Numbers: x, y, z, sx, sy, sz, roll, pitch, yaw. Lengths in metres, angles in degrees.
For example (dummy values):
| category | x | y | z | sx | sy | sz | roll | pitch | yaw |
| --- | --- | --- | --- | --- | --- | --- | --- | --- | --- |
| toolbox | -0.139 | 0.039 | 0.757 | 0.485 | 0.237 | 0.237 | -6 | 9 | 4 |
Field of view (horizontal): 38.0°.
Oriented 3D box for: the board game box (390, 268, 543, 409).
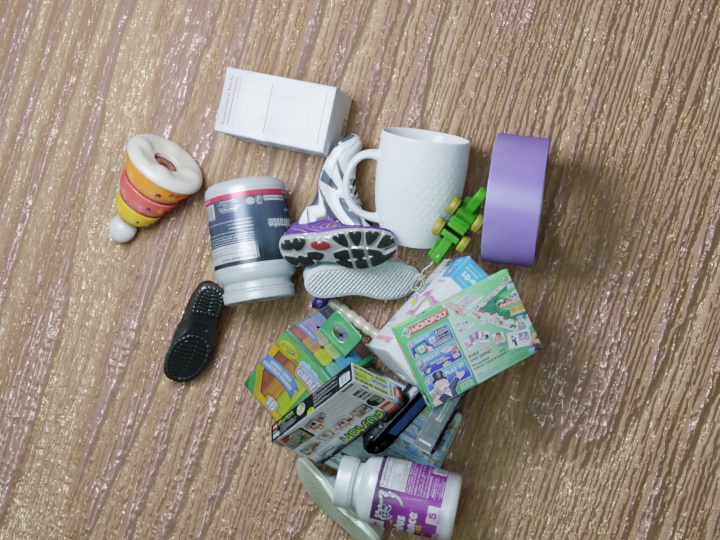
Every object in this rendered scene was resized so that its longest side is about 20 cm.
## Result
| category | x | y | z | sx | sy | sz | roll | pitch | yaw |
| --- | --- | --- | --- | --- | --- | --- | --- | --- | --- |
| board game box | 0.162 | 0.102 | 1.577 | 0.198 | 0.029 | 0.136 | -26 | 92 | -11 |

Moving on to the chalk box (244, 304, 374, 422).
| category | x | y | z | sx | sy | sz | roll | pitch | yaw |
| --- | --- | --- | --- | --- | --- | --- | --- | --- | --- |
| chalk box | -0.073 | 0.151 | 1.706 | 0.125 | 0.124 | 0.200 | 47 | 128 | 11 |

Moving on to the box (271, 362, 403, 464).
| category | x | y | z | sx | sy | sz | roll | pitch | yaw |
| --- | --- | --- | --- | --- | --- | --- | --- | --- | --- |
| box | -0.039 | 0.228 | 1.645 | 0.200 | 0.110 | 0.035 | -40 | 38 | 30 |

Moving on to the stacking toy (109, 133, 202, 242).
| category | x | y | z | sx | sy | sz | roll | pitch | yaw |
| --- | --- | --- | --- | --- | --- | --- | --- | --- | --- |
| stacking toy | -0.382 | -0.127 | 1.849 | 0.146 | 0.146 | 0.201 | 44 | 117 | 11 |

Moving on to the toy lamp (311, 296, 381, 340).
| category | x | y | z | sx | sy | sz | roll | pitch | yaw |
| --- | --- | --- | --- | --- | --- | --- | --- | --- | --- |
| toy lamp | 0.009 | 0.097 | 1.761 | 0.199 | 0.058 | 0.059 | 33 | 96 | 13 |

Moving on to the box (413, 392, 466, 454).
| category | x | y | z | sx | sy | sz | roll | pitch | yaw |
| --- | --- | --- | --- | --- | --- | --- | --- | --- | --- |
| box | 0.149 | 0.199 | 1.662 | 0.036 | 0.143 | 0.201 | 31 | 86 | 10 |

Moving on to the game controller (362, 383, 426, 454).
| category | x | y | z | sx | sy | sz | roll | pitch | yaw |
| --- | --- | --- | --- | --- | --- | --- | --- | --- | --- |
| game controller | 0.082 | 0.220 | 1.691 | 0.200 | 0.104 | 0.042 | -47 | 61 | 3 |

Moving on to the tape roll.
| category | x | y | z | sx | sy | sz | roll | pitch | yaw |
| --- | --- | --- | --- | --- | --- | --- | --- | --- | --- |
| tape roll | 0.243 | -0.110 | 1.633 | 0.084 | 0.200 | 0.203 | 8 | 90 | 10 |

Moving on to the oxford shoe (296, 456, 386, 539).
| category | x | y | z | sx | sy | sz | roll | pitch | yaw |
| --- | --- | --- | --- | --- | --- | --- | --- | --- | --- |
| oxford shoe | -0.031 | 0.385 | 1.767 | 0.200 | 0.076 | 0.058 | 39 | 56 | 20 |

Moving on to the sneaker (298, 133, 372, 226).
| category | x | y | z | sx | sy | sz | roll | pitch | yaw |
| --- | --- | --- | --- | --- | --- | --- | --- | --- | --- |
| sneaker | -0.012 | -0.117 | 1.761 | 0.129 | 0.079 | 0.201 | 29 | 95 | 12 |

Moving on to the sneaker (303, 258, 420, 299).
| category | x | y | z | sx | sy | sz | roll | pitch | yaw |
| --- | --- | --- | --- | --- | --- | --- | --- | --- | --- |
| sneaker | 0.000 | 0.000 | 1.754 | 0.198 | 0.082 | 0.075 | 2 | 116 | -14 |

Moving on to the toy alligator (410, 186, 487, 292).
| category | x | y | z | sx | sy | sz | roll | pitch | yaw |
| --- | --- | --- | --- | --- | --- | --- | --- | --- | --- |
| toy alligator | 0.141 | -0.053 | 1.652 | 0.059 | 0.054 | 0.201 | 34 | 112 | 0 |

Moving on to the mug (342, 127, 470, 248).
| category | x | y | z | sx | sy | sz | roll | pitch | yaw |
| --- | --- | --- | --- | --- | --- | --- | --- | --- | --- |
| mug | 0.069 | -0.135 | 1.697 | 0.197 | 0.148 | 0.177 | 6 | 104 | -6 |

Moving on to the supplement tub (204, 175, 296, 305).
| category | x | y | z | sx | sy | sz | roll | pitch | yaw |
| --- | --- | --- | --- | --- | --- | --- | --- | --- | --- |
| supplement tub | -0.184 | -0.049 | 1.770 | 0.139 | 0.140 | 0.203 | -9 | 87 | 13 |

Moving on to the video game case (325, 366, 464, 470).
| category | x | y | z | sx | sy | sz | roll | pitch | yaw |
| --- | --- | --- | --- | --- | --- | --- | --- | --- | --- |
| video game case | 0.050 | 0.282 | 1.764 | 0.198 | 0.022 | 0.184 | 25 | 95 | 14 |

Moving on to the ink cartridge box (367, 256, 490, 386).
| category | x | y | z | sx | sy | sz | roll | pitch | yaw |
| --- | --- | --- | --- | --- | --- | --- | --- | --- | --- |
| ink cartridge box | 0.115 | 0.079 | 1.657 | 0.085 | 0.144 | 0.200 | 42 | 81 | -7 |

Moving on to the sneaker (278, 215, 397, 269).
| category | x | y | z | sx | sy | sz | roll | pitch | yaw |
| --- | --- | --- | --- | --- | --- | --- | --- | --- | --- |
| sneaker | -0.035 | -0.059 | 1.691 | 0.198 | 0.084 | 0.081 | 3 | 134 | 18 |

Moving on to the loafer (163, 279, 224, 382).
| category | x | y | z | sx | sy | sz | roll | pitch | yaw |
| --- | --- | --- | --- | --- | --- | --- | --- | --- | --- |
| loafer | -0.287 | 0.105 | 1.836 | 0.072 | 0.071 | 0.201 | 23 | 107 | -17 |

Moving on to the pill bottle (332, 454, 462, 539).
| category | x | y | z | sx | sy | sz | roll | pitch | yaw |
| --- | --- | --- | --- | --- | --- | --- | --- | --- | --- |
| pill bottle | 0.059 | 0.361 | 1.685 | 0.198 | 0.112 | 0.114 | 11 | 91 | 8 |

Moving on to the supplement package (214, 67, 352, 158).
| category | x | y | z | sx | sy | sz | roll | pitch | yaw |
| --- | --- | --- | --- | --- | --- | --- | --- | --- | --- |
| supplement package | -0.130 | -0.266 | 1.778 | 0.198 | 0.109 | 0.115 | 14 | 92 | 14 |
